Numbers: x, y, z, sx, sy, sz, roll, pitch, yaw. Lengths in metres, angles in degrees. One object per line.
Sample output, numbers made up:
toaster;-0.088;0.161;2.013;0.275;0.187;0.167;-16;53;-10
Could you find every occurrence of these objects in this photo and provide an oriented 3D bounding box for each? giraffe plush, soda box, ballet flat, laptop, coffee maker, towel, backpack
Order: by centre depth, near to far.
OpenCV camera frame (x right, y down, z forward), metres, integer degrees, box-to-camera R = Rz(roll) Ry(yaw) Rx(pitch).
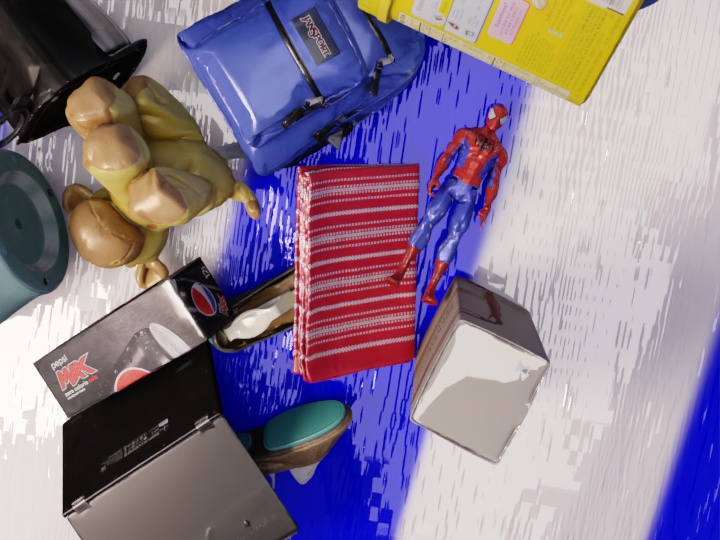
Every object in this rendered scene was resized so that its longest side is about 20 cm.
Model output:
coffee maker;-0.320;-0.229;0.908;0.135;0.192;0.200;-39;93;25
backpack;-0.040;-0.192;0.909;0.199;0.168;0.163;-31;101;1
giraffe plush;-0.211;-0.068;0.950;0.162;0.200;0.173;-40;66;24
towel;0.000;0.000;0.964;0.144;0.022;0.201;-6;102;-37
soda box;-0.219;0.068;0.978;0.200;0.063;0.071;-29;95;28
ballet flat;-0.061;0.030;0.991;0.199;0.068;0.068;-30;98;7
laptop;-0.185;0.200;1.001;0.187;0.200;0.116;-33;128;8
ballet flat;-0.093;0.191;1.025;0.199;0.068;0.073;-20;117;7

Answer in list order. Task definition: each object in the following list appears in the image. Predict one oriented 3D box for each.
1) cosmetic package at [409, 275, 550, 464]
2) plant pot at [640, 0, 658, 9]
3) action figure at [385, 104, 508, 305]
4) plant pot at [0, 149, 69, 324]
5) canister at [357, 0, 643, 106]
cosmetic package;0.104;0.082;0.920;0.087;0.200;0.104;26;100;-1
plant pot;0.208;-0.331;0.859;0.199;0.200;0.180;31;107;-2
action figure;0.092;-0.068;0.965;0.065;0.052;0.201;25;83;1
plant pot;-0.381;-0.021;0.924;0.187;0.200;0.201;-15;97;14
canister;0.113;-0.228;0.787;0.199;0.087;0.149;26;141;3
